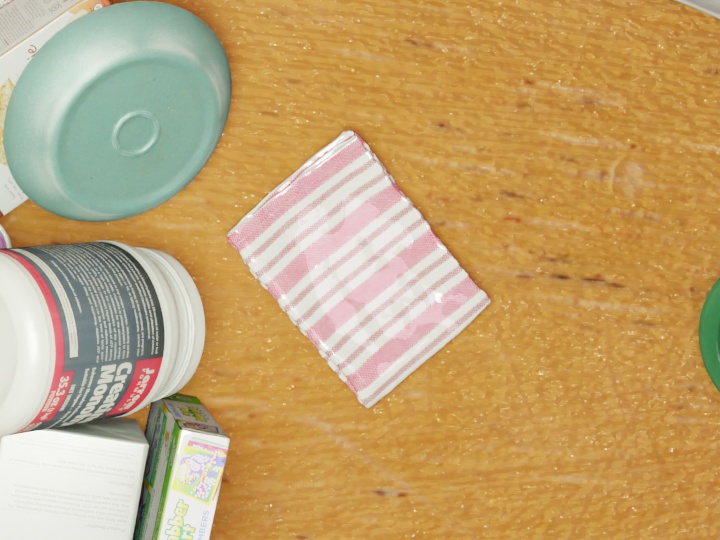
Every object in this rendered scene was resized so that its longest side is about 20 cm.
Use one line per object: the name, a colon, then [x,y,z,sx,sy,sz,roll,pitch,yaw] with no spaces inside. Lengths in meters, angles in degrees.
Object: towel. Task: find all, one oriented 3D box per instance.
towel: [0.000,0.000,1.601,0.146,0.030,0.200,-40,101,-4]

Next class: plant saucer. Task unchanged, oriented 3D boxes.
plant saucer: [-0.184,-0.116,1.497,0.198,0.036,0.201,-20,133,-22]

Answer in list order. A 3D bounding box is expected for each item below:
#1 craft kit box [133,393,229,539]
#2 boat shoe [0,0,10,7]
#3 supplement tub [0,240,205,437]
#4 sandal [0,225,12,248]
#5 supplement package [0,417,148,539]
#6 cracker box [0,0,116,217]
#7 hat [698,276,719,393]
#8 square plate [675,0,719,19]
craft kit box: [-0.157,0.209,1.504,0.048,0.197,0.202,12,93,-10]
boat shoe: [-0.322,-0.182,1.504,0.199,0.068,0.072,-36,100,-6]
supplement tub: [-0.230,0.050,1.462,0.199,0.139,0.142,-6,98,-53]
sandal: [-0.361,0.022,1.457,0.202,0.050,0.083,-42,90,-14]
supplement package: [-0.251,0.219,1.526,0.120,0.120,0.202,10,93,-13]
cracker box: [-0.269,-0.134,1.491,0.199,0.058,0.134,-35,139,-5]
hat: [0.423,0.041,1.693,0.198,0.176,0.167,-5,100,28]
square plate: [0.305,-0.325,1.632,0.198,0.028,0.200,19,91,-12]
